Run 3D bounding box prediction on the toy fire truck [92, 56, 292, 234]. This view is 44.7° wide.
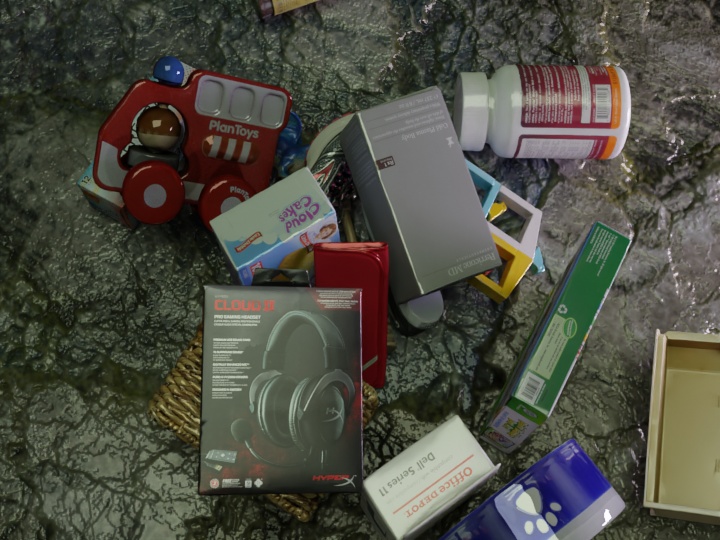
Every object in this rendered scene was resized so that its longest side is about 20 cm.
[{"bbox_3d":[-0.183,-0.137,0.950,0.196,0.112,0.171,9,102,-23],"label":"toy fire truck"}]

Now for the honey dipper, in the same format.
[{"bbox_3d":[0.000,0.000,1.019,0.037,0.038,0.204,-13,69,-6],"label":"honey dipper"}]

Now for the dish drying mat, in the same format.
[{"bbox_3d":[-0.008,0.054,0.919,0.075,0.203,0.018,-1,41,0],"label":"dish drying mat"}]

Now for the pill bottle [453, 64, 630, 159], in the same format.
[{"bbox_3d":[0.215,-0.191,1.055,0.195,0.110,0.112,1,69,-1],"label":"pill bottle"}]

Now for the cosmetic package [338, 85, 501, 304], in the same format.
[{"bbox_3d":[0.062,-0.076,0.935,0.105,0.090,0.203,-21,85,-19],"label":"cosmetic package"}]

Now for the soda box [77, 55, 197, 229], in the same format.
[{"bbox_3d":[-0.254,-0.155,1.057,0.067,0.064,0.202,26,70,9],"label":"soda box"}]

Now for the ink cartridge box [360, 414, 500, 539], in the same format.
[{"bbox_3d":[0.063,0.210,0.853,0.116,0.201,0.068,-32,73,-13],"label":"ink cartridge box"}]

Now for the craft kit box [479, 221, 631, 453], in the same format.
[{"bbox_3d":[0.197,0.077,0.908,0.048,0.198,0.202,28,72,7],"label":"craft kit box"}]

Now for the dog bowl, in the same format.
[{"bbox_3d":[0.152,0.253,0.839,0.198,0.201,0.079,-34,71,-13],"label":"dog bowl"}]

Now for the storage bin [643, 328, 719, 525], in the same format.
[{"bbox_3d":[0.403,0.163,0.901,0.196,0.094,0.202,2,68,23],"label":"storage bin"}]

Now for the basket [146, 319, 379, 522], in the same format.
[{"bbox_3d":[-0.100,0.140,0.903,0.198,0.143,0.150,33,75,-1],"label":"basket"}]

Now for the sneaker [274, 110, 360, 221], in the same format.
[{"bbox_3d":[-0.036,-0.095,1.007,0.200,0.080,0.075,-47,48,8],"label":"sneaker"}]

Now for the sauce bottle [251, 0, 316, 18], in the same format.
[{"bbox_3d":[-0.051,-0.390,1.150,0.196,0.065,0.066,-20,71,-10],"label":"sauce bottle"}]

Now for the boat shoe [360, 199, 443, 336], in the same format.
[{"bbox_3d":[0.038,-0.021,1.014,0.067,0.057,0.204,-5,67,-29],"label":"boat shoe"}]

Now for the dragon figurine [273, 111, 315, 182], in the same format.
[{"bbox_3d":[-0.103,-0.158,1.063,0.196,0.059,0.101,21,70,6],"label":"dragon figurine"}]

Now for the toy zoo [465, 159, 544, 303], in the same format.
[{"bbox_3d":[0.133,-0.053,1.020,0.198,0.020,0.132,33,62,-7],"label":"toy zoo"}]

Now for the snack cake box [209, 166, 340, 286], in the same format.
[{"bbox_3d":[-0.078,-0.004,0.928,0.114,0.201,0.068,-29,62,-11],"label":"snack cake box"}]

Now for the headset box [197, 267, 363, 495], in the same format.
[{"bbox_3d":[-0.074,0.100,0.803,0.145,0.077,0.205,2,79,-10],"label":"headset box"}]
